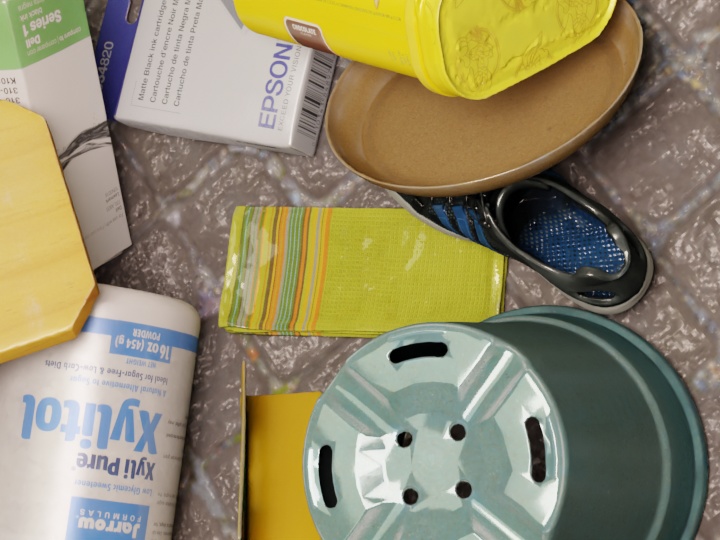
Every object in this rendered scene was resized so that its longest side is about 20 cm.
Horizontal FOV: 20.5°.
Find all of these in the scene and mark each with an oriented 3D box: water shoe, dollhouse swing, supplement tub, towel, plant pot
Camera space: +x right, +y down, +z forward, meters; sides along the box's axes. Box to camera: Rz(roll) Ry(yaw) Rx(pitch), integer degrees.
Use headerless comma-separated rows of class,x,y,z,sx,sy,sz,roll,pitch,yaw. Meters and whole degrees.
water shoe,0.088,-0.047,1.199,0.200,0.079,0.072,29,83,23
dollhouse swing,-0.271,0.016,1.275,0.176,0.182,0.200,-13,64,-17
supplement tub,-0.179,0.112,1.288,0.132,0.132,0.200,2,82,28
towel,0.000,0.000,1.280,0.200,0.018,0.086,0,82,27
plant pot,0.072,0.110,1.111,0.200,0.196,0.200,-3,83,23
plant pot,0.076,-0.108,1.204,0.200,0.027,0.200,-15,39,13

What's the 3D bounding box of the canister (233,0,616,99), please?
canister,0.033,-0.178,1.204,0.200,0.149,0.087,22,132,46

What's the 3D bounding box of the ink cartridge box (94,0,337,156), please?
ink cartridge box,-0.100,-0.188,1.354,0.200,0.041,0.200,11,86,29

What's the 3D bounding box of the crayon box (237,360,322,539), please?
crayon box,-0.040,0.161,1.151,0.051,0.200,0.127,-3,49,1

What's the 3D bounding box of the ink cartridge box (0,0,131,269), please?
ink cartridge box,-0.250,-0.094,1.338,0.146,0.084,0.200,2,113,28
